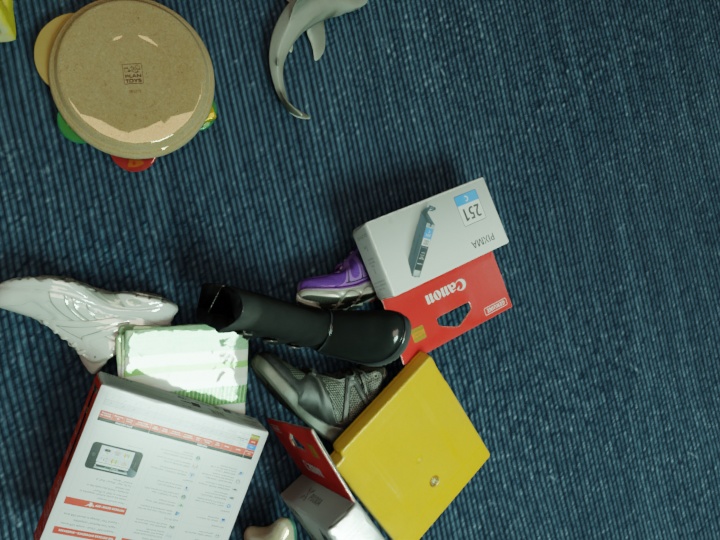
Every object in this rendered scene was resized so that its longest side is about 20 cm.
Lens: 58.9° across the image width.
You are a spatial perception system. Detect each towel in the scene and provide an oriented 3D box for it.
[{"bbox_3d":[-0.206,0.163,0.739,0.149,0.023,0.206,0,97,-27],"label":"towel"}]

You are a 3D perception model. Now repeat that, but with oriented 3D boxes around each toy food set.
[{"bbox_3d":[-0.274,-0.227,0.767,0.197,0.049,0.202,-25,93,-18],"label":"toy food set"}]

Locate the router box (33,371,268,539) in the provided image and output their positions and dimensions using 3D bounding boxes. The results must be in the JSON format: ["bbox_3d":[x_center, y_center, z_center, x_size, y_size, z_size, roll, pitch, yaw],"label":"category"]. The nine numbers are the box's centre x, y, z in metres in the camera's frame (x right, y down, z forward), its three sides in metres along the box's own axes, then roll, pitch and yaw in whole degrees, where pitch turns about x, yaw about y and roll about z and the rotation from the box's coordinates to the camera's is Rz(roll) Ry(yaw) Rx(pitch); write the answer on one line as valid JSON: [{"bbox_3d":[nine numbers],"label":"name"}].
[{"bbox_3d":[-0.224,0.230,0.698,0.197,0.049,0.183,25,85,-28],"label":"router box"}]

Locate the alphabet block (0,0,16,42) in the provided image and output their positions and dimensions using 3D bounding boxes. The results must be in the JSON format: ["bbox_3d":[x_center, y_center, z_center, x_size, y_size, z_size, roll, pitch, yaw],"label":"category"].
[{"bbox_3d":[-0.479,-0.358,0.638,0.195,0.195,0.202,-7,89,-18],"label":"alphabet block"}]

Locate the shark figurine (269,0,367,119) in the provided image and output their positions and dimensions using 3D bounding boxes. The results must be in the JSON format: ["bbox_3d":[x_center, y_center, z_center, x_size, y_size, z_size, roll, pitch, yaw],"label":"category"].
[{"bbox_3d":[-0.079,-0.308,0.817,0.126,0.089,0.218,27,76,-12],"label":"shark figurine"}]

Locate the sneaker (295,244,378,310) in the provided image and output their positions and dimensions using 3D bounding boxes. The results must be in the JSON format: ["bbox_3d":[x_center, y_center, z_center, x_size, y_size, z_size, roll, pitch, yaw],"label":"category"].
[{"bbox_3d":[0.000,0.000,0.833,0.196,0.081,0.085,-18,77,-28],"label":"sneaker"}]

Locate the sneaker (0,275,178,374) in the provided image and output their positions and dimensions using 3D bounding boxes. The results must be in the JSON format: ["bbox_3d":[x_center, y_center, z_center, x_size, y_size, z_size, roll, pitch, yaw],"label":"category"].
[{"bbox_3d":[-0.312,0.063,0.717,0.195,0.078,0.102,12,85,-15],"label":"sneaker"}]

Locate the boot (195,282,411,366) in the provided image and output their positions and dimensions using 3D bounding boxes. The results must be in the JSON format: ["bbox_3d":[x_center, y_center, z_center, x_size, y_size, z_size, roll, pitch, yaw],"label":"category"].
[{"bbox_3d":[-0.062,0.056,0.714,0.198,0.162,0.067,25,64,-42],"label":"boot"}]

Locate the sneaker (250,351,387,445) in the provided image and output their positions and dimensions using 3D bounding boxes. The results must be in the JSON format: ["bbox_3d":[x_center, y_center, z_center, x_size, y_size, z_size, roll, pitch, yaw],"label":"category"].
[{"bbox_3d":[-0.041,0.142,0.798,0.198,0.076,0.115,39,74,-14],"label":"sneaker"}]

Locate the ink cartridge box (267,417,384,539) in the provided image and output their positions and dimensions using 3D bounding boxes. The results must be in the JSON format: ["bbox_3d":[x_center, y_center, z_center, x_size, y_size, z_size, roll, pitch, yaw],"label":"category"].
[{"bbox_3d":[-0.048,0.255,0.710,0.044,0.199,0.178,-36,95,-22],"label":"ink cartridge box"}]

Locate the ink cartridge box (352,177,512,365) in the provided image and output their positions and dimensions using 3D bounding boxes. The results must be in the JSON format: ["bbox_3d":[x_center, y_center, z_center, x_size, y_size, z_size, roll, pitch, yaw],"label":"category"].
[{"bbox_3d":[0.107,-0.004,0.811,0.197,0.045,0.180,-23,91,-28],"label":"ink cartridge box"}]

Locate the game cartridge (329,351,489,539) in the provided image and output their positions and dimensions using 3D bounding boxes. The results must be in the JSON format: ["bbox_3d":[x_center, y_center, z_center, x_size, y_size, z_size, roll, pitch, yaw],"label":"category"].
[{"bbox_3d":[0.066,0.232,0.809,0.176,0.032,0.202,-42,119,-17],"label":"game cartridge"}]

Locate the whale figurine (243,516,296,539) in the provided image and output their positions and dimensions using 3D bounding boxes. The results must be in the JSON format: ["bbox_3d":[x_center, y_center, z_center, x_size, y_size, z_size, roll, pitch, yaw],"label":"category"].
[{"bbox_3d":[-0.068,0.388,0.753,0.103,0.157,0.204,-7,73,-60],"label":"whale figurine"}]
